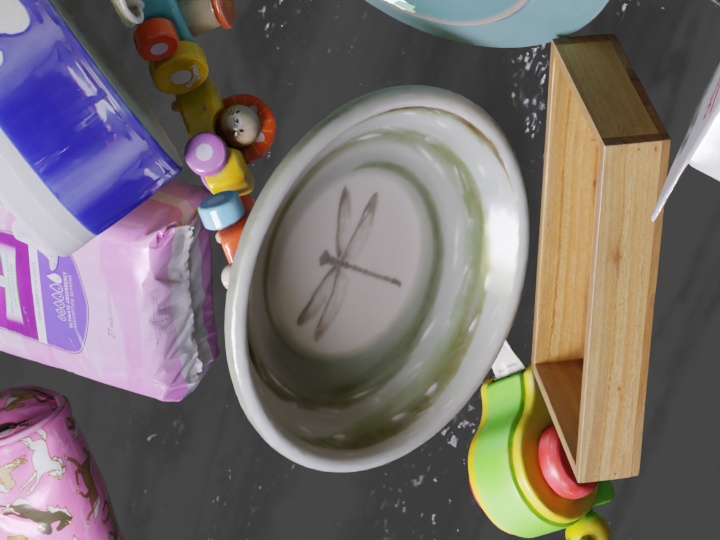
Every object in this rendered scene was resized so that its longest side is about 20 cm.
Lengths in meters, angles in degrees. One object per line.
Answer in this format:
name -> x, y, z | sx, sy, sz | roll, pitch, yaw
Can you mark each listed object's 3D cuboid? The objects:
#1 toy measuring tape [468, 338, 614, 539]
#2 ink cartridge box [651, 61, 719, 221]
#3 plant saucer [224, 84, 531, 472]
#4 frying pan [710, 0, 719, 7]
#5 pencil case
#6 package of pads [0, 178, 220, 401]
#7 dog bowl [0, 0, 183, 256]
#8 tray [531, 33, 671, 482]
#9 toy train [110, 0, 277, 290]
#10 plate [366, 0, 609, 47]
toy measuring tape -> 0.072, 0.077, 1.370 | 0.074, 0.074, 0.200 | -23, 107, 41
ink cartridge box -> 0.206, -0.104, 1.124 | 0.068, 0.116, 0.200 | 28, 133, 1
plant saucer -> 0.000, 0.000, 1.290 | 0.050, 0.200, 0.200 | 24, 134, 44
frying pan -> 0.097, -0.170, 1.216 | 0.115, 0.031, 0.190 | -26, 102, 44
pencil case -> -0.195, 0.170, 1.599 | 0.086, 0.083, 0.200 | 0, 121, 32
package of pads -> -0.177, -0.009, 1.468 | 0.200, 0.076, 0.121 | 16, 125, 23
dog bowl -> -0.178, -0.109, 1.317 | 0.079, 0.200, 0.200 | -35, 101, 1
tray -> 0.117, -0.005, 1.268 | 0.037, 0.099, 0.200 | -7, 126, -9
toy train -> -0.072, -0.081, 1.325 | 0.056, 0.150, 0.200 | -21, 107, 1
plate -> 0.029, -0.174, 1.215 | 0.200, 0.026, 0.200 | 22, 147, 15
